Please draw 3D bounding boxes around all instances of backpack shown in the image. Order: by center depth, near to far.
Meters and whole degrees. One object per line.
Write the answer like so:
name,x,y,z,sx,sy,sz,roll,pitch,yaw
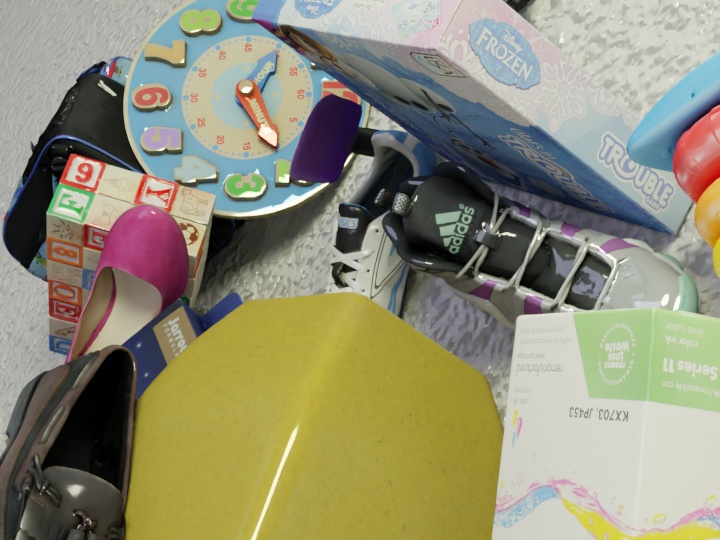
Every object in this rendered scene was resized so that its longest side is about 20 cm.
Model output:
backpack,-0.207,-0.059,1.040,0.200,0.181,0.136,-43,29,45

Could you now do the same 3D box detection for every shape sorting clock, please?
shape sorting clock,-0.090,-0.137,0.948,0.039,0.197,0.203,96,-172,-71

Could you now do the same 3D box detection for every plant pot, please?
plant pot,-0.027,0.126,0.671,0.194,0.193,0.202,-5,59,51

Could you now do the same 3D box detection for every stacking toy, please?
stacking toy,0.205,0.004,0.533,0.116,0.108,0.203,-40,49,52

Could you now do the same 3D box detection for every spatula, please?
spatula,-0.006,-0.088,0.813,0.200,0.020,0.057,-25,-43,-76

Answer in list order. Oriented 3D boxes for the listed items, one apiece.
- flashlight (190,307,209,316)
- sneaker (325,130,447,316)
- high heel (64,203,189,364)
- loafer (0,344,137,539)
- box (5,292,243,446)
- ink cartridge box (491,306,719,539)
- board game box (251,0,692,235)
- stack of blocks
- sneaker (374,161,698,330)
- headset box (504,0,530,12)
flashlight,-0.161,0.126,0.934,0.067,0.068,0.201,38,96,10
sneaker,0.000,0.000,0.813,0.071,0.072,0.202,11,78,52
high heel,-0.178,0.040,0.858,0.200,0.067,0.097,-53,10,47
loafer,-0.149,0.108,0.613,0.063,0.072,0.201,-36,30,16
box,-0.151,0.102,0.817,0.199,0.032,0.122,-38,43,4
ink cartridge box,0.113,0.123,0.537,0.117,0.066,0.203,169,110,-67
board game box,0.062,-0.100,0.683,0.198,0.199,0.044,24,84,56
stack of blocks,-0.186,0.006,0.958,0.201,0.114,0.059,111,173,-54
sneaker,0.076,-0.010,0.657,0.199,0.139,0.079,16,79,55
headset box,0.077,-0.253,0.875,0.148,0.075,0.202,-42,40,28
